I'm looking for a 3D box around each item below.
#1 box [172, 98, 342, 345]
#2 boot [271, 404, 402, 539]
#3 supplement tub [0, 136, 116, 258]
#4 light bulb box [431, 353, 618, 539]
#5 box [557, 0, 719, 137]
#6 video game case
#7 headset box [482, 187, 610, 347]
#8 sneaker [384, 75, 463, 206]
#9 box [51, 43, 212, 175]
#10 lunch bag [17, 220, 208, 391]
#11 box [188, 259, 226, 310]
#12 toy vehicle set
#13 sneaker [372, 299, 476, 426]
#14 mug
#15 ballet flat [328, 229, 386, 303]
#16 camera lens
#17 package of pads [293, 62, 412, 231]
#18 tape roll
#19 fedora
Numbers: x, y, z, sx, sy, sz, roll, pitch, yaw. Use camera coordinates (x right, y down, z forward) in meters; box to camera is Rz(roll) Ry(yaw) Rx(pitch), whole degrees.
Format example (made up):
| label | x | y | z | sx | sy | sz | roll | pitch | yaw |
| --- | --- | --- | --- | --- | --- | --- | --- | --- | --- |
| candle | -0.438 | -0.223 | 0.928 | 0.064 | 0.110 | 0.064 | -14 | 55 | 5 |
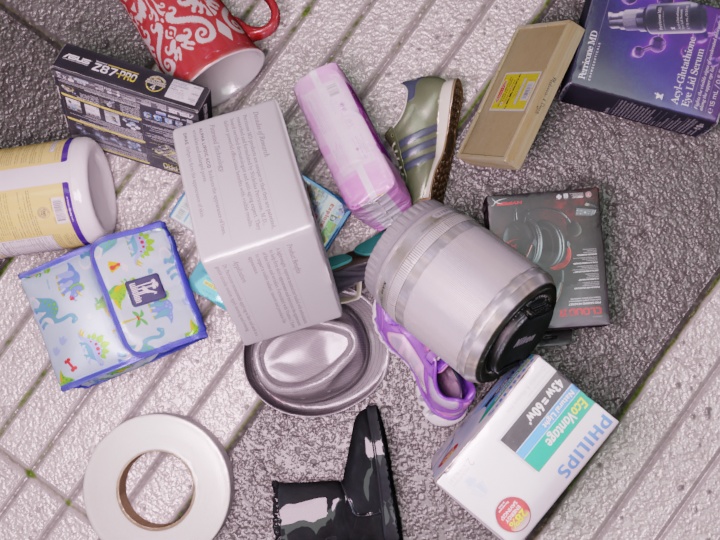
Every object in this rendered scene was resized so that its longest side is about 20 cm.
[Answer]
| label | x | y | z | sx | sy | sz | roll | pitch | yaw |
| --- | --- | --- | --- | --- | --- | --- | --- | --- | --- |
| box | -0.118 | -0.054 | 1.243 | 0.131 | 0.199 | 0.200 | -17 | 57 | -1 |
| boot | -0.037 | 0.284 | 1.381 | 0.162 | 0.073 | 0.198 | -9 | 86 | 6 |
| supplement tub | -0.438 | -0.093 | 1.390 | 0.200 | 0.145 | 0.146 | -8 | 86 | 3 |
| light bulb box | 0.195 | 0.214 | 1.305 | 0.125 | 0.200 | 0.198 | 39 | 88 | 4 |
| box | 0.376 | -0.275 | 1.377 | 0.200 | 0.104 | 0.148 | 15 | 88 | 4 |
| video game case | -0.130 | -0.076 | 1.384 | 0.200 | 0.018 | 0.143 | 32 | 88 | 2 |
| headset box | 0.243 | -0.001 | 1.379 | 0.149 | 0.075 | 0.200 | -4 | 86 | 3 |
| sneaker | 0.075 | -0.163 | 1.412 | 0.090 | 0.067 | 0.200 | 12 | 92 | 20 |
| box | -0.293 | -0.202 | 1.381 | 0.200 | 0.161 | 0.049 | 17 | 59 | 5 |
| lunch bag | -0.318 | 0.047 | 1.382 | 0.200 | 0.127 | 0.170 | -21 | 86 | 2 |
| box | -0.148 | -0.044 | 1.418 | 0.082 | 0.049 | 0.200 | 29 | 88 | 5 |
| toy vehicle set | 0.206 | -0.229 | 1.375 | 0.027 | 0.124 | 0.200 | 26 | 88 | -26 |
| sneaker | 0.090 | 0.105 | 1.367 | 0.080 | 0.088 | 0.200 | -28 | 86 | -19 |
| mug | -0.221 | -0.338 | 1.420 | 0.177 | 0.133 | 0.200 | -28 | 78 | -35 |
| ballet flat | 0.000 | 0.000 | 1.369 | 0.200 | 0.073 | 0.073 | -23 | 85 | -17 |
| camera lens | 0.124 | 0.026 | 1.280 | 0.200 | 0.160 | 0.160 | 39 | 89 | 26 |
| package of pads | -0.009 | -0.158 | 1.362 | 0.076 | 0.121 | 0.200 | -27 | 72 | 6 |
| tape roll | -0.270 | 0.292 | 1.408 | 0.203 | 0.037 | 0.203 | 0 | 86 | 3 |
| fedora | -0.062 | 0.105 | 1.382 | 0.200 | 0.090 | 0.177 | -10 | 86 | 2 |
